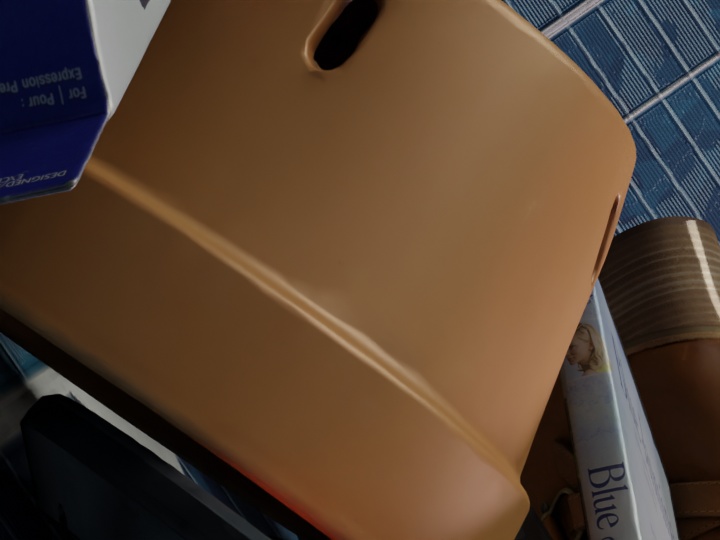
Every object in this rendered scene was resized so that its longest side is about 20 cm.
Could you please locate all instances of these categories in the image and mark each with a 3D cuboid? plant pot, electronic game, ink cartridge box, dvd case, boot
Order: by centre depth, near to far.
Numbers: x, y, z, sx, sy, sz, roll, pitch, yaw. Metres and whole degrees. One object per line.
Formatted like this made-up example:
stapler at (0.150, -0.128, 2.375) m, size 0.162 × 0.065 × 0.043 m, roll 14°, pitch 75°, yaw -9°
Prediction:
ink cartridge box at (-0.093, -0.074, 0.653) m, size 0.200 × 0.094 × 0.037 m, roll -75°, pitch 150°, yaw -54°
electronic game at (-0.010, 0.099, 0.685) m, size 0.200 × 0.042 × 0.200 m, roll 38°, pitch -9°, yaw 7°
plant pot at (-0.017, -0.012, 0.717) m, size 0.200 × 0.140 × 0.200 m, roll 34°, pitch -8°, yaw 5°
dvd case at (0.089, 0.115, 0.762) m, size 0.143 × 0.017 × 0.200 m, roll 63°, pitch 16°, yaw -53°
boot at (0.078, 0.090, 0.945) m, size 0.073 × 0.200 × 0.155 m, roll 7°, pitch 58°, yaw -28°

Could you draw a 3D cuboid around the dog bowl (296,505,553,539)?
dog bowl at (0.039, 0.132, 0.870) m, size 0.200 × 0.059 × 0.200 m, roll 61°, pitch -10°, yaw 19°
